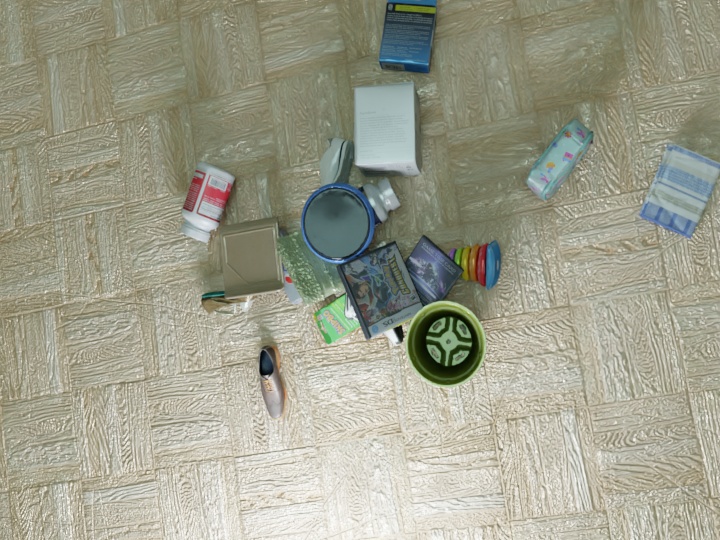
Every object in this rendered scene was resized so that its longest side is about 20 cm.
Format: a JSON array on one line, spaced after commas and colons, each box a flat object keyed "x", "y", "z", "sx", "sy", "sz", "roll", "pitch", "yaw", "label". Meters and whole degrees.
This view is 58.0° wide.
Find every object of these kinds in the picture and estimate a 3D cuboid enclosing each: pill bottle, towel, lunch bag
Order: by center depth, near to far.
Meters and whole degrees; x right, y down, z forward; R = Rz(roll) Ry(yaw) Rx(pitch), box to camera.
[{"x": 0.502, "y": -0.275, "z": 1.626, "sx": 0.077, "sy": 0.160, "sz": 0.202, "roll": 41, "pitch": 100, "yaw": 16, "label": "lunch bag"}, {"x": 0.801, "y": -0.202, "z": 1.629, "sx": 0.143, "sy": 0.024, "sz": 0.205, "roll": 23, "pitch": 93, "yaw": 9, "label": "towel"}, {"x": -0.127, "y": -0.018, "z": 1.715, "sx": 0.145, "sy": 0.037, "sz": 0.204, "roll": -23, "pitch": 76, "yaw": -16, "label": "towel"}, {"x": 0.006, "y": -0.159, "z": 1.736, "sx": 0.197, "sy": 0.111, "sz": 0.113, "roll": -31, "pitch": 81, "yaw": 8, "label": "pill bottle"}, {"x": -0.436, "y": -0.190, "z": 1.825, "sx": 0.109, "sy": 0.112, "sz": 0.206, "roll": 20, "pitch": 90, "yaw": 11, "label": "pill bottle"}]

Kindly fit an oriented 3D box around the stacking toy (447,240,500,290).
[{"x": 0.263, "y": -0.019, "z": 1.692, "sx": 0.194, "sy": 0.109, "sz": 0.120, "roll": 3, "pitch": 101, "yaw": 23, "label": "stacking toy"}]

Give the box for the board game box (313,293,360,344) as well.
[{"x": -0.027, "y": 0.112, "z": 1.767, "sx": 0.196, "sy": 0.030, "sz": 0.097, "roll": -30, "pitch": 84, "yaw": 5, "label": "board game box"}]

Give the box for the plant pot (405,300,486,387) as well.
[{"x": 0.219, "y": 0.181, "z": 1.635, "sx": 0.193, "sy": 0.184, "sz": 0.208, "roll": -1, "pitch": 86, "yaw": 11, "label": "plant pot"}]

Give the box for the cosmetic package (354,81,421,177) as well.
[{"x": 0.074, "y": -0.366, "z": 1.710, "sx": 0.159, "sy": 0.165, "sz": 0.208, "roll": -1, "pitch": 87, "yaw": 10, "label": "cosmetic package"}]

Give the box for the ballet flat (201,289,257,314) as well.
[{"x": -0.353, "y": 0.085, "z": 1.820, "sx": 0.193, "sy": 0.068, "sz": 0.075, "roll": -13, "pitch": 104, "yaw": 10, "label": "ballet flat"}]

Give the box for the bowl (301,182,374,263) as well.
[{"x": -0.060, "y": -0.121, "z": 1.671, "sx": 0.193, "sy": 0.039, "sz": 0.208, "roll": 1, "pitch": 97, "yaw": 5, "label": "bowl"}]

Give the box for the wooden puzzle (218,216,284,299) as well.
[{"x": -0.295, "y": -0.033, "z": 1.770, "sx": 0.179, "sy": 0.037, "sz": 0.207, "roll": -8, "pitch": 82, "yaw": 16, "label": "wooden puzzle"}]

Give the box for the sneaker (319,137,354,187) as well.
[{"x": -0.079, "y": -0.263, "z": 1.788, "sx": 0.078, "sy": 0.076, "sz": 0.206, "roll": 14, "pitch": 85, "yaw": 23, "label": "sneaker"}]

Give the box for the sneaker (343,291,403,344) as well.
[{"x": 0.028, "y": 0.121, "z": 1.722, "sx": 0.114, "sy": 0.075, "sz": 0.204, "roll": -32, "pitch": 87, "yaw": 22, "label": "sneaker"}]

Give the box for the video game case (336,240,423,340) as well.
[{"x": 0.054, "y": 0.049, "z": 1.666, "sx": 0.177, "sy": 0.025, "sz": 0.205, "roll": -22, "pitch": 84, "yaw": -22, "label": "video game case"}]

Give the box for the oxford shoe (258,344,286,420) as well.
[{"x": -0.250, "y": 0.309, "z": 1.775, "sx": 0.069, "sy": 0.073, "sz": 0.207, "roll": -13, "pitch": 84, "yaw": 9, "label": "oxford shoe"}]

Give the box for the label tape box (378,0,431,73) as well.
[{"x": 0.133, "y": -0.653, "z": 1.769, "sx": 0.138, "sy": 0.066, "sz": 0.207, "roll": 8, "pitch": 85, "yaw": 11, "label": "label tape box"}]

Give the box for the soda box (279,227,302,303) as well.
[{"x": -0.200, "y": -0.012, "z": 1.791, "sx": 0.067, "sy": 0.063, "sz": 0.204, "roll": -30, "pitch": 82, "yaw": 10, "label": "soda box"}]

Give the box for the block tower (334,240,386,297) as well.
[{"x": 0.000, "y": 0.000, "z": 1.757, "sx": 0.197, "sy": 0.058, "sz": 0.055, "roll": -34, "pitch": 81, "yaw": 9, "label": "block tower"}]

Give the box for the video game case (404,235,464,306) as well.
[{"x": 0.163, "y": 0.033, "z": 1.700, "sx": 0.142, "sy": 0.019, "sz": 0.203, "roll": 41, "pitch": 113, "yaw": 19, "label": "video game case"}]
